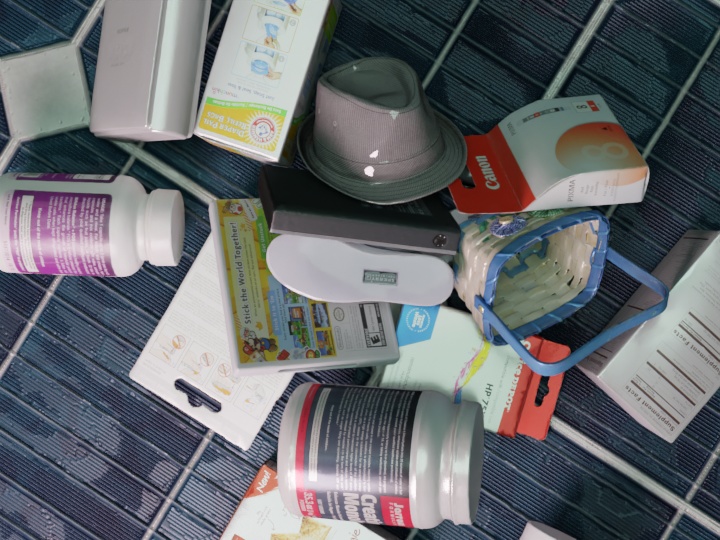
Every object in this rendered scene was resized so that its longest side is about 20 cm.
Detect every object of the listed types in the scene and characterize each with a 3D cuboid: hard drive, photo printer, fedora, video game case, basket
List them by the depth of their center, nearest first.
[{"bbox_3d":[0.194,0.013,1.245,0.175,0.140,0.200,-26,50,-25],"label":"basket"},{"bbox_3d":[-0.006,-0.066,1.271,0.198,0.140,0.033,7,112,-13],"label":"hard drive"},{"bbox_3d":[0.019,-0.163,1.271,0.175,0.200,0.091,-19,129,-17],"label":"fedora"},{"bbox_3d":[-0.062,0.012,1.290,0.180,0.023,0.202,-3,65,-18],"label":"video game case"},{"bbox_3d":[-0.228,-0.243,1.301,0.069,0.166,0.203,8,89,-35],"label":"photo printer"}]

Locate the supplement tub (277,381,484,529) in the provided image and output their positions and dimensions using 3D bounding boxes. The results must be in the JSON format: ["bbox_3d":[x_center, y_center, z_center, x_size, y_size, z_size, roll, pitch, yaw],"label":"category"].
[{"bbox_3d":[0.023,0.192,1.245,0.198,0.140,0.142,3,89,13],"label":"supplement tub"}]

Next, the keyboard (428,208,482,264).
[{"bbox_3d":[0.136,-0.051,1.357,0.198,0.011,0.057,-21,83,1],"label":"keyboard"}]

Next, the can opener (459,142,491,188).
[{"bbox_3d":[0.067,-0.124,1.336,0.198,0.066,0.053,7,88,7],"label":"can opener"}]

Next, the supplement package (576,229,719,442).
[{"bbox_3d":[0.344,0.067,1.292,0.109,0.114,0.200,40,91,-3],"label":"supplement package"}]

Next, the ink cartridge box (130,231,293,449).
[{"bbox_3d":[-0.138,0.072,1.340,0.161,0.050,0.201,31,94,2],"label":"ink cartridge box"}]

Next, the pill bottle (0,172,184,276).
[{"bbox_3d":[-0.298,-0.050,1.320,0.197,0.112,0.114,2,89,2],"label":"pill bottle"}]

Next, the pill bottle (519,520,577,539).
[{"bbox_3d":[0.180,0.380,1.293,0.111,0.112,0.202,24,89,2],"label":"pill bottle"}]

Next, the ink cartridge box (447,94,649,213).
[{"bbox_3d":[0.185,-0.127,1.273,0.198,0.163,0.051,-3,126,-9],"label":"ink cartridge box"}]

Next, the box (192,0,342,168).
[{"bbox_3d":[-0.100,-0.223,1.316,0.100,0.112,0.202,18,90,3],"label":"box"}]

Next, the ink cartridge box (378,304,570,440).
[{"bbox_3d":[0.128,0.110,1.323,0.198,0.067,0.117,16,90,2],"label":"ink cartridge box"}]

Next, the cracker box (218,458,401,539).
[{"bbox_3d":[-0.055,0.320,1.329,0.199,0.058,0.135,30,89,3],"label":"cracker box"}]

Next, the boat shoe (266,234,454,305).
[{"bbox_3d":[0.000,0.000,1.266,0.198,0.065,0.074,13,98,1],"label":"boat shoe"}]
